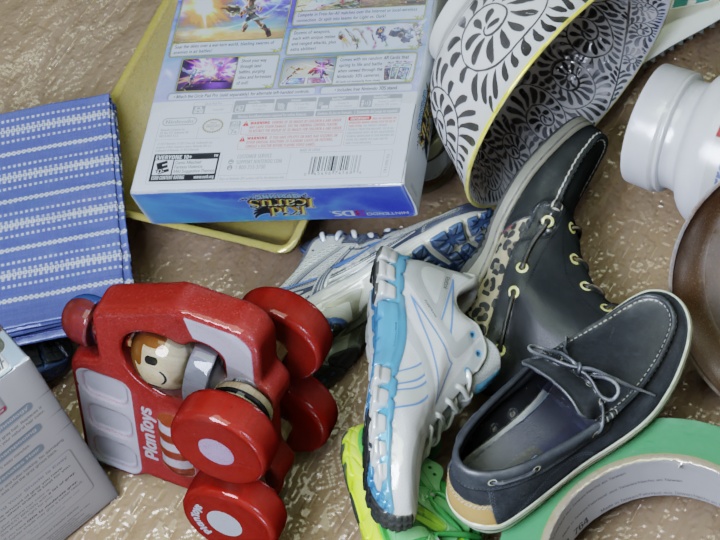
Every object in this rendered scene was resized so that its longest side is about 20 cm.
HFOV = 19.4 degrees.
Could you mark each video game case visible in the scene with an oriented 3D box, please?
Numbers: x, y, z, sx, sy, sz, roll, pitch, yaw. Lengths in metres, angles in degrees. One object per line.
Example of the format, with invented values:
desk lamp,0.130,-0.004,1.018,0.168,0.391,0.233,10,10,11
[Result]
video game case,-0.045,-0.121,1.454,0.199,0.046,0.182,-1,60,19

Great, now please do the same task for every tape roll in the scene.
tape roll,0.182,0.187,1.269,0.199,0.048,0.201,-6,54,9

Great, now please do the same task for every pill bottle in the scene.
pill bottle,0.280,-0.067,1.392,0.199,0.112,0.113,21,66,22

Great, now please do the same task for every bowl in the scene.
bowl,0.108,-0.148,1.400,0.201,0.201,0.094,-42,71,-14

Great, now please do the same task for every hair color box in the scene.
hair color box,-0.234,0.114,1.340,0.099,0.200,0.061,-39,60,-12

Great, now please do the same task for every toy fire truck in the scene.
toy fire truck,-0.112,0.080,1.339,0.167,0.201,0.112,16,53,15

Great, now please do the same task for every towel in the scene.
towel,-0.232,-0.032,1.468,0.144,0.024,0.201,-11,53,2

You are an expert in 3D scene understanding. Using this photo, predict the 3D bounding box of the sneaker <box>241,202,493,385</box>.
sneaker,0.000,0.000,1.435,0.199,0.077,0.085,-30,52,-9

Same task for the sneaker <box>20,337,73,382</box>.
sneaker,-0.294,0.082,1.450,0.199,0.079,0.076,-17,54,-19

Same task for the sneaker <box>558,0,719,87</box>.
sneaker,0.216,-0.214,1.491,0.199,0.094,0.070,-32,20,-5

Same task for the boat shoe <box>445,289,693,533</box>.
boat shoe,0.130,0.078,1.291,0.200,0.062,0.075,-40,54,-17

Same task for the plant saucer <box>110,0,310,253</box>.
plant saucer,-0.088,-0.102,1.515,0.199,0.049,0.201,13,64,27

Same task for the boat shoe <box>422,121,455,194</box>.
boat shoe,0.065,-0.147,1.508,0.074,0.069,0.201,15,63,22

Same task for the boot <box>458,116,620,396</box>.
boot,0.151,0.012,1.395,0.153,0.074,0.204,28,78,23

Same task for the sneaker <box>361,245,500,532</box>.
sneaker,0.045,0.071,1.311,0.086,0.075,0.201,7,55,-3

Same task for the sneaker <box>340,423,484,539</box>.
sneaker,0.043,0.164,1.314,0.083,0.074,0.201,-18,46,-2

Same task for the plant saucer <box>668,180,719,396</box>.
plant saucer,0.294,0.011,1.321,0.199,0.201,0.032,8,26,16
